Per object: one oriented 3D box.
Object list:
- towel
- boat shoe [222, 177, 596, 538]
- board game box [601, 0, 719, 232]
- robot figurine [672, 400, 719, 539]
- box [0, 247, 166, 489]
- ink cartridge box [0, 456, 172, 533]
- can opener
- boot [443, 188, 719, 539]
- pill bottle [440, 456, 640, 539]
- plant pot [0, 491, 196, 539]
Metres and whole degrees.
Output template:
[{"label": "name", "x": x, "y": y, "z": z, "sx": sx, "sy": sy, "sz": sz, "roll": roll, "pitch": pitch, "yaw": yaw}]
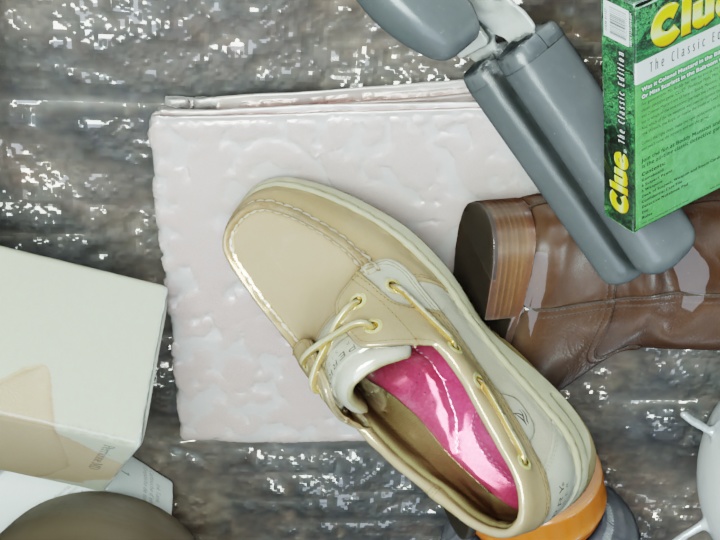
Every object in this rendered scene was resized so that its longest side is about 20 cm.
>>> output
[{"label": "towel", "x": 0.000, "y": 0.000, "z": 0.859, "sx": 0.190, "sy": 0.032, "sz": 0.200, "roll": -1, "pitch": 127, "yaw": -2}, {"label": "boat shoe", "x": 0.013, "y": 0.036, "z": 0.774, "sx": 0.200, "sy": 0.069, "sz": 0.074, "roll": 40, "pitch": 120, "yaw": 11}, {"label": "board game box", "x": 0.181, "y": -0.099, "z": 0.737, "sx": 0.200, "sy": 0.023, "sz": 0.105, "roll": -25, "pitch": 132, "yaw": -25}, {"label": "robot figurine", "x": 0.256, "y": 0.103, "z": 0.904, "sx": 0.199, "sy": 0.113, "sz": 0.170, "roll": -1, "pitch": 93, "yaw": -4}, {"label": "box", "x": -0.197, "y": 0.033, "z": 0.813, "sx": 0.199, "sy": 0.078, "sz": 0.095, "roll": 14, "pitch": 156, "yaw": -13}, {"label": "ink cartridge box", "x": -0.170, "y": 0.180, "z": 0.978, "sx": 0.200, "sy": 0.044, "sz": 0.173, "roll": -39, "pitch": 121, "yaw": 23}, {"label": "can opener", "x": 0.058, "y": -0.071, "z": 0.750, "sx": 0.200, "sy": 0.067, "sz": 0.053, "roll": 54, "pitch": 152, "yaw": -8}, {"label": "boot", "x": 0.138, "y": 0.041, "z": 0.857, "sx": 0.199, "sy": 0.064, "sz": 0.187, "roll": -5, "pitch": 124, "yaw": -20}, {"label": "pill bottle", "x": 0.099, "y": 0.177, "z": 0.955, "sx": 0.106, "sy": 0.106, "sz": 0.200, "roll": -8, "pitch": 127, "yaw": 2}, {"label": "plant pot", "x": -0.132, "y": 0.199, "z": 0.848, "sx": 0.199, "sy": 0.174, "sz": 0.201, "roll": 0, "pitch": 113, "yaw": -1}]
